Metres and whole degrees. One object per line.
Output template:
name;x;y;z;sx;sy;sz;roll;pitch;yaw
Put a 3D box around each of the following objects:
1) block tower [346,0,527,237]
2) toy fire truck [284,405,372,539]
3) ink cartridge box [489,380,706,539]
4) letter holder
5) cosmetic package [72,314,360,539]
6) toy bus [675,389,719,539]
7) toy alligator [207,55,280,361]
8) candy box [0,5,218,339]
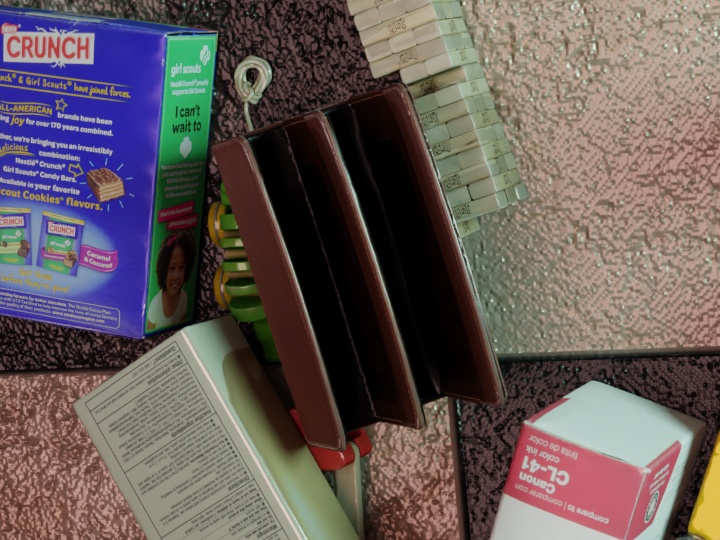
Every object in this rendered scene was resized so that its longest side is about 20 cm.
block tower;0.043;-0.120;1.301;0.058;0.054;0.201;-18;91;23
toy fire truck;-0.045;0.193;1.383;0.140;0.049;0.201;-16;91;23
ink cartridge box;0.127;0.181;1.260;0.085;0.147;0.201;21;104;18
letter holder;0.000;0.000;1.266;0.100;0.142;0.201;-19;95;-15
cosmetic package;-0.083;0.140;1.326;0.105;0.071;0.201;-32;84;22
toy bus;0.237;0.140;1.254;0.078;0.065;0.201;20;104;18
toy alligator;-0.072;-0.037;1.358;0.059;0.054;0.201;-3;97;21
candy box;-0.191;-0.069;1.390;0.168;0.077;0.201;10;102;21
